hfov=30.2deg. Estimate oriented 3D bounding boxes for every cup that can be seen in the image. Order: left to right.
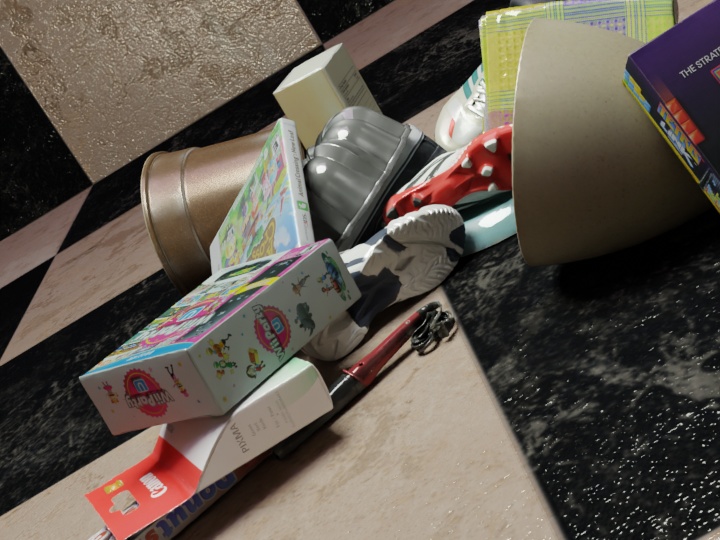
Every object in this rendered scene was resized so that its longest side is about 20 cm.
[{"bbox_3d":[0.209,-0.102,1.061,0.143,0.201,0.200,1,28,17],"label":"cup"}]

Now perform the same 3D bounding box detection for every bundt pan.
[{"bbox_3d":[-0.033,-0.089,1.394,0.202,0.076,0.202,-55,8,12],"label":"bundt pan"}]

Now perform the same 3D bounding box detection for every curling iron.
[{"bbox_3d":[0.002,0.089,1.120,0.200,0.026,0.050,-37,14,-17],"label":"curling iron"}]

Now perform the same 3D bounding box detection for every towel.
[{"bbox_3d":[0.210,-0.194,1.303,0.200,0.144,0.023,-4,-5,22],"label":"towel"}]

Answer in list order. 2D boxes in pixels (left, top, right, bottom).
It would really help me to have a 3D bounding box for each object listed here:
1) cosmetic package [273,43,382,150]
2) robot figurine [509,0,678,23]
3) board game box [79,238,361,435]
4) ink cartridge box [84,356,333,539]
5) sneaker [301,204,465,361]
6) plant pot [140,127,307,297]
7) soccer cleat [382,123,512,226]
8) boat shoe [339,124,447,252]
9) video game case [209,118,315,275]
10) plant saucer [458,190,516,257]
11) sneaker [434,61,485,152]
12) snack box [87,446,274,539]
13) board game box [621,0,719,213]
[{"bbox_3d":[-0.011,-0.149,1.534,0.071,0.200,0.105,-24,16,22],"label":"cosmetic package"},{"bbox_3d":[0.233,-0.257,1.400,0.200,0.125,0.150,-23,19,-2],"label":"robot figurine"},{"bbox_3d":[-0.117,0.055,1.136,0.147,0.064,0.200,-16,18,42],"label":"board game box"},{"bbox_3d":[-0.137,0.134,1.102,0.200,0.050,0.161,-29,13,-17],"label":"ink cartridge box"},{"bbox_3d":[0.000,0.000,1.289,0.199,0.080,0.130,-46,27,-11],"label":"sneaker"},{"bbox_3d":[-0.124,-0.077,1.585,0.198,0.200,0.200,-18,20,17],"label":"plant pot"},{"bbox_3d":[0.109,-0.097,1.311,0.200,0.069,0.085,-30,19,22],"label":"soccer cleat"},{"bbox_3d":[0.025,-0.059,1.444,0.200,0.068,0.072,-57,8,-9],"label":"boat shoe"},{"bbox_3d":[-0.103,-0.021,1.335,0.200,0.022,0.182,-56,32,39],"label":"video game case"},{"bbox_3d":[0.139,-0.076,1.357,0.200,0.027,0.200,-30,16,9],"label":"plant saucer"},{"bbox_3d":[0.156,-0.220,1.574,0.200,0.070,0.093,-49,-11,-17],"label":"sneaker"},{"bbox_3d":[-0.157,0.194,1.105,0.200,0.024,0.072,-39,17,-25],"label":"snack box"},{"bbox_3d":[0.316,-0.133,0.945,0.200,0.165,0.057,-33,-14,-2],"label":"board game box"}]
